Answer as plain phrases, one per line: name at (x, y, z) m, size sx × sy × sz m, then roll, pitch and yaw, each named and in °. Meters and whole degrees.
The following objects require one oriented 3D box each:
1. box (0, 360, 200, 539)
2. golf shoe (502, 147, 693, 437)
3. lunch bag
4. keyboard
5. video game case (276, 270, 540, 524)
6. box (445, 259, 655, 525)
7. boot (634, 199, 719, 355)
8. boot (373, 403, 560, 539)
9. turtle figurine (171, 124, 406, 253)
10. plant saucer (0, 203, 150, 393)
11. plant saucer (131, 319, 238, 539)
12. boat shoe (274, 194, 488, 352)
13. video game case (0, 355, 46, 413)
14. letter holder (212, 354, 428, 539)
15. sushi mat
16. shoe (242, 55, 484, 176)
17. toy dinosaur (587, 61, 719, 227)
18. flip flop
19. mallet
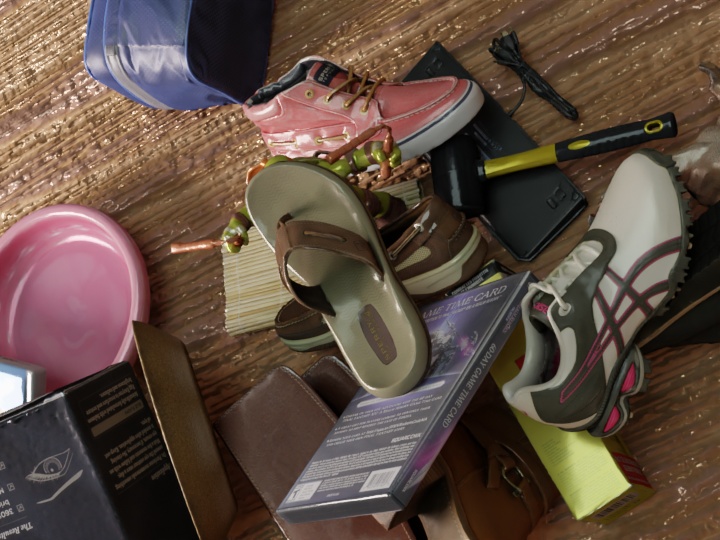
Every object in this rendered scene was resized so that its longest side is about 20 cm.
box at (-0.255, 0.208, 1.118) m, size 0.196 × 0.117 × 0.201 m, roll -22°, pitch 92°, yaw 20°
golf shoe at (0.160, 0.012, 0.905) m, size 0.077 × 0.088 × 0.201 m, roll 22°, pitch 99°, yaw 63°
lunch bag at (-0.164, -0.248, 1.207) m, size 0.132 × 0.136 × 0.201 m, roll 3°, pitch 79°, yaw 27°
keyboard at (0.115, -0.115, 1.101) m, size 0.127 × 0.021 × 0.200 m, roll -47°, pitch 63°, yaw 17°
video game case at (0.033, 0.088, 0.937) m, size 0.143 × 0.019 × 0.200 m, roll -22°, pitch 26°, yaw 54°
box at (0.140, 0.091, 1.008) m, size 0.050 × 0.075 × 0.201 m, roll -35°, pitch 64°, yaw 15°
boot at (0.259, 0.043, 0.963) m, size 0.200 × 0.138 × 0.078 m, roll -43°, pitch 24°, yaw 52°
boot at (0.104, 0.185, 0.967) m, size 0.200 × 0.154 × 0.074 m, roll 55°, pitch 130°, yaw 16°
turtle figurine at (-0.042, -0.055, 1.068) m, size 0.199 × 0.161 × 0.065 m, roll -31°, pitch 62°, yaw 17°
plant saucer at (-0.271, 0.041, 1.241) m, size 0.200 × 0.051 × 0.202 m, roll -6°, pitch 75°, yaw 25°
plant saucer at (-0.136, 0.130, 1.087) m, size 0.035 × 0.200 × 0.201 m, roll -19°, pitch 68°, yaw -7°
boat shoe at (0.001, -0.004, 1.064) m, size 0.202 × 0.075 × 0.075 m, roll -28°, pitch 25°, yaw 30°
video game case at (-0.363, 0.169, 1.236) m, size 0.181 × 0.022 × 0.201 m, roll 10°, pitch 103°, yaw 28°
letter holder at (0.007, 0.156, 1.046) m, size 0.142 × 0.101 × 0.200 m, roll -43°, pitch 63°, yaw 10°
sushi mat at (-0.031, -0.009, 1.153) m, size 0.199 × 0.012 × 0.096 m, roll -15°, pitch 71°, yaw 23°
shoe at (-0.003, -0.134, 1.101) m, size 0.199 × 0.091 × 0.072 m, roll -17°, pitch 31°, yaw 35°
toy dinosaur at (0.276, -0.056, 0.968) m, size 0.199 × 0.086 × 0.136 m, roll 20°, pitch 123°, yaw 6°
flip flop at (-0.022, 0.002, 0.939) m, size 0.081 × 0.057 × 0.200 m, roll -42°, pitch 63°, yaw 26°
mallet at (0.146, -0.080, 1.046) m, size 0.199 × 0.041 × 0.066 m, roll -5°, pitch 79°, yaw 27°
